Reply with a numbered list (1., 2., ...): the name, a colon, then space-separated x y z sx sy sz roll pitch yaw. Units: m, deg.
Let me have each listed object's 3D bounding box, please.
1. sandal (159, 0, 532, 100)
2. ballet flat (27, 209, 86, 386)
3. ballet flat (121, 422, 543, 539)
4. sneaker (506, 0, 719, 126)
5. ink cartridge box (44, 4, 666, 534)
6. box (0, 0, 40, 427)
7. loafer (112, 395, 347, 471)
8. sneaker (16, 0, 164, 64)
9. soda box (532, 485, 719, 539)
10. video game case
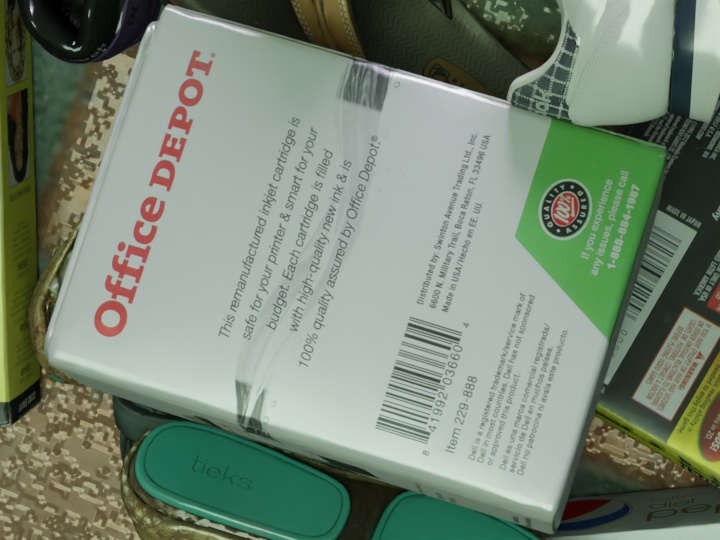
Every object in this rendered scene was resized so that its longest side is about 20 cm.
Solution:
1. sandal: 0.002 -0.101 1.086 0.200 0.055 0.082 38 66 -1
2. ballet flat: -0.074 -0.032 1.120 0.070 0.065 0.200 27 103 -7
3. ballet flat: 0.000 0.117 1.077 0.200 0.071 0.065 23 144 13
4. sneaker: 0.093 -0.152 0.975 0.080 0.076 0.200 1 90 9
5. ink cartridge box: 0.000 0.000 1.029 0.200 0.084 0.146 18 83 7
6. box: -0.178 -0.036 1.147 0.075 0.050 0.200 1 102 10
7. loafer: -0.006 0.080 1.142 0.200 0.072 0.063 8 122 15
8. sneaker: -0.122 -0.182 1.090 0.076 0.088 0.200 -12 99 11
9. soda box: 0.125 0.130 1.124 0.200 0.064 0.068 -6 100 11
10. video game case: 0.181 -0.006 1.072 0.181 0.026 0.200 30 85 7
